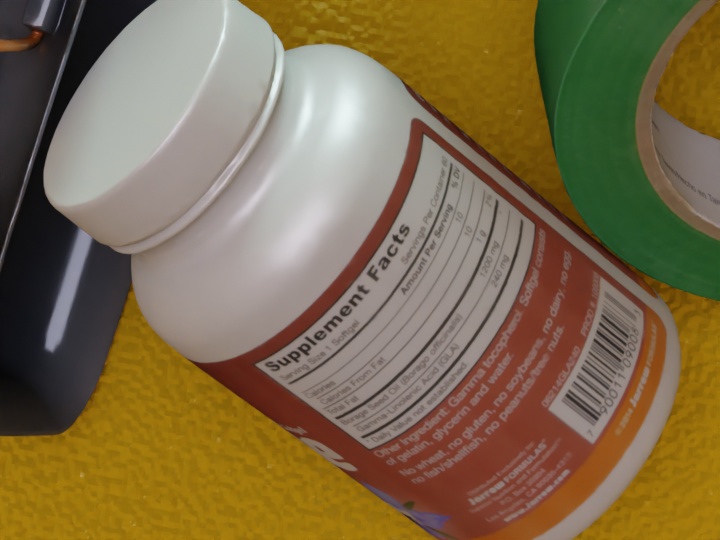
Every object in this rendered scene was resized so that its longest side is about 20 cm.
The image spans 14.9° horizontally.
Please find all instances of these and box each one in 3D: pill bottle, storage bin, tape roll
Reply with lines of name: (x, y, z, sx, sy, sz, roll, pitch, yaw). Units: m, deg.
pill bottle: (0.000, 0.000, 0.882, 0.200, 0.112, 0.112, 38, 94, -27)
storage bin: (-0.146, -0.059, 0.930, 0.134, 0.146, 0.201, 18, 92, 15)
tape roll: (0.156, -0.071, 0.872, 0.199, 0.201, 0.048, -12, 48, 5)
